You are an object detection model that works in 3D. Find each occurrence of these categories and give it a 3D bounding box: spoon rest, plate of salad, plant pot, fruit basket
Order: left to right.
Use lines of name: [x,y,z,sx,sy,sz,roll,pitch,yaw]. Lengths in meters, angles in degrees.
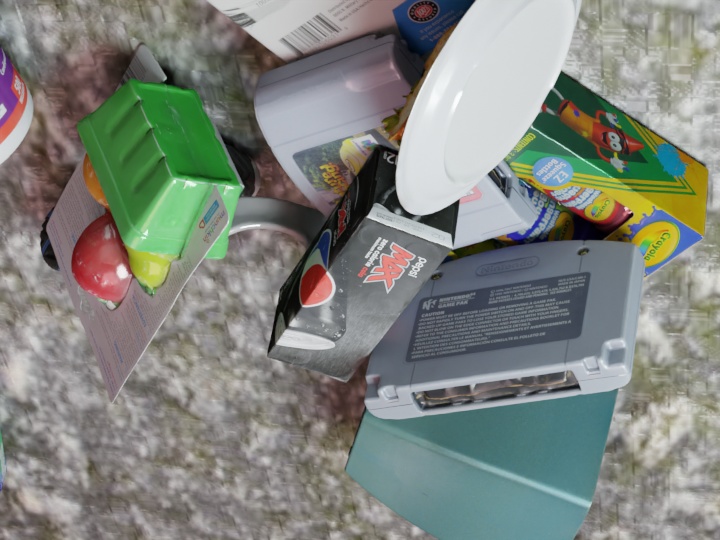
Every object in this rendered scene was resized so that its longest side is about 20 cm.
fruit basket: [-0.166,-0.034,1.449,0.093,0.186,0.201,0,136,-33]
spoon rest: [-0.035,-0.011,1.498,0.199,0.100,0.061,20,137,-37]
plant pot: [0.097,0.146,1.655,0.199,0.142,0.142,20,141,1]
plate of salad: [0.078,-0.127,1.251,0.048,0.200,0.201,33,146,21]

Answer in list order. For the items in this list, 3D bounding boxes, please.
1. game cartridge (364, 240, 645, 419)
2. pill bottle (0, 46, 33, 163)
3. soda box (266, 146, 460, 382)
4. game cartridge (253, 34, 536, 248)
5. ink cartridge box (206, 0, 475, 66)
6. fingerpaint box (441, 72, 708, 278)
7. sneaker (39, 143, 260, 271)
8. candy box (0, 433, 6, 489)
game cartridge: [0.106,0.039,1.401,0.199,0.134,0.042,-9,127,25]
pill bottle: [-0.325,-0.162,1.400,0.112,0.113,0.200,-7,138,21]
soda box: [0.000,0.000,1.383,0.070,0.064,0.200,19,143,-13]
game cartridge: [0.019,-0.078,1.356,0.132,0.041,0.200,-12,139,33]
ink cartridge box: [-0.029,-0.220,1.278,0.200,0.085,0.146,37,135,-29]
fingerpaint box: [0.134,-0.041,1.463,0.166,0.074,0.200,30,138,-21]
sneaker: [-0.159,-0.048,1.544,0.199,0.076,0.077,-18,159,28]
candy box: [-0.391,0.216,1.800,0.076,0.201,0.170,9,141,3]
